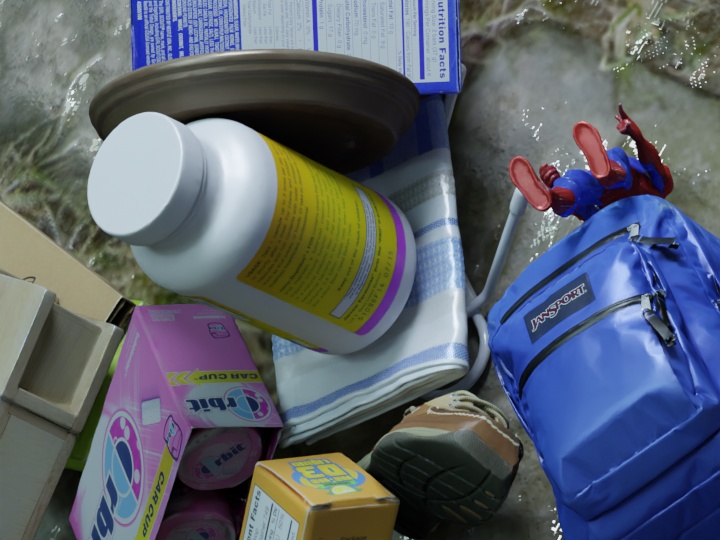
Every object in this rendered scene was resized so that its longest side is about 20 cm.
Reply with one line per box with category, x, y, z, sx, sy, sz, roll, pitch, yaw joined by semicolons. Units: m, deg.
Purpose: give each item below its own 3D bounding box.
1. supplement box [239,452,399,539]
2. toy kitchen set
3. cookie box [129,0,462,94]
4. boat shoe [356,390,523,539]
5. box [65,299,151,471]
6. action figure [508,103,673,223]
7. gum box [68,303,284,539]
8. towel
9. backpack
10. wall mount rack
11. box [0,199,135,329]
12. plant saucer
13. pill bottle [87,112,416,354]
supplement box;-0.039;0.210;1.548;0.069;0.066;0.201;38;121;47
toy kitchen set;-0.306;0.068;1.752;0.199;0.163;0.181;15;79;44
cookie box;-0.042;-0.157;1.641;0.171;0.199;0.076;-102;10;-74
boat shoe;0.049;0.103;1.535;0.074;0.076;0.200;-52;7;-19
box;-0.227;0.074;1.861;0.199;0.048;0.122;6;71;42
action figure;0.139;-0.055;1.511;0.065;0.200;0.052;-33;76;14
gum box;-0.121;0.133;1.664;0.114;0.066;0.201;62;142;43
towel;0.000;0.000;1.619;0.146;0.024;0.201;-24;55;31
backpack;0.160;0.056;1.445;0.162;0.168;0.201;-33;45;15
wall mount rack;0.037;-0.024;1.660;0.174;0.074;0.200;-39;48;16
box;-0.256;0.050;1.850;0.200;0.021;0.164;34;92;45
plant saucer;-0.062;-0.086;1.569;0.199;0.200;0.030;-14;72;36
pill bottle;-0.064;-0.025;1.524;0.104;0.200;0.105;-16;63;35
